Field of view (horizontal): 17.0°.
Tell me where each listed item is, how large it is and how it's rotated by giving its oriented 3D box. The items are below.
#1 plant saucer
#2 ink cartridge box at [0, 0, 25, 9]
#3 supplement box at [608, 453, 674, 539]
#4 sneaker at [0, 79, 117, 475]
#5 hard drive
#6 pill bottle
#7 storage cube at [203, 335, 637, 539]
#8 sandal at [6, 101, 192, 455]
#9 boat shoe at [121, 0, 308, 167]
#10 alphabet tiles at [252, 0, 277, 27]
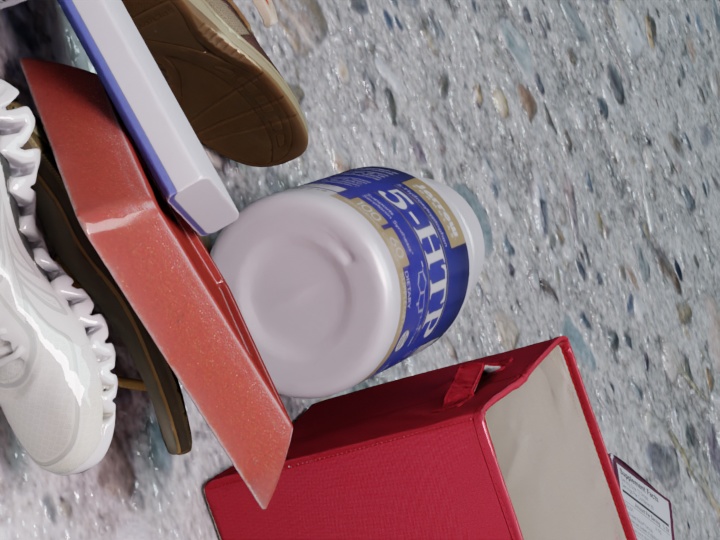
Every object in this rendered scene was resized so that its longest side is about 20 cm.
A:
[{"bbox_3d":[-0.100,-0.003,1.248,0.200,0.037,0.200,60,1,-32],"label":"plant saucer"},{"bbox_3d":[-0.205,-0.219,1.182,0.050,0.109,0.200,31,48,-56],"label":"ink cartridge box"},{"bbox_3d":[0.140,0.241,1.609,0.103,0.131,0.200,40,40,-51],"label":"supplement box"},{"bbox_3d":[-0.180,0.008,1.156,0.081,0.075,0.200,-19,87,-56],"label":"sneaker"},{"bbox_3d":[-0.129,-0.118,1.272,0.200,0.025,0.132,61,0,9],"label":"hard drive"},{"bbox_3d":[0.000,0.000,1.457,0.200,0.120,0.120,-24,97,-66],"label":"pill bottle"},{"bbox_3d":[0.044,0.161,1.395,0.171,0.180,0.200,-33,106,-65],"label":"storage cube"},{"bbox_3d":[-0.145,0.009,1.233,0.200,0.054,0.080,61,0,-15],"label":"sandal"},{"bbox_3d":[-0.093,-0.142,1.428,0.200,0.072,0.072,45,37,-36],"label":"boat shoe"},{"bbox_3d":[-0.105,-0.245,1.455,0.196,0.015,0.200,59,8,-29],"label":"alphabet tiles"}]
